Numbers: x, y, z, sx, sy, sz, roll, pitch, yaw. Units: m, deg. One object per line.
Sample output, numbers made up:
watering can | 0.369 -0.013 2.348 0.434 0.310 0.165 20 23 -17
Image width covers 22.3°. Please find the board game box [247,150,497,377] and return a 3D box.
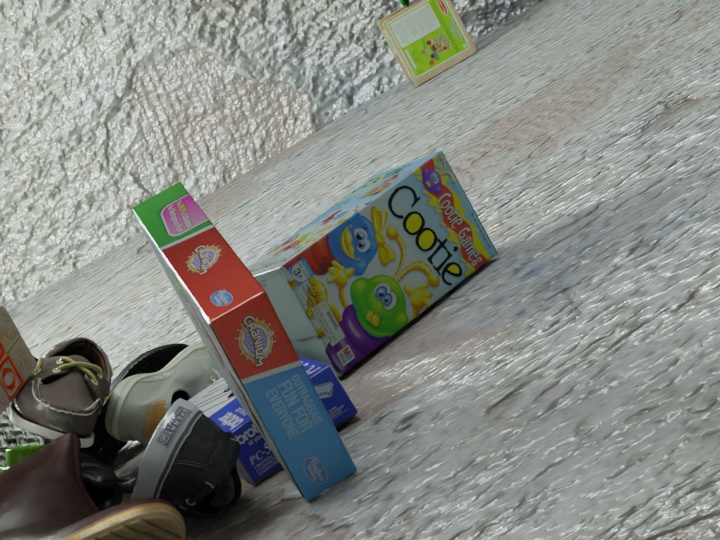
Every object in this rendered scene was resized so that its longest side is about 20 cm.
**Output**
board game box | 0.000 0.000 1.530 0.200 0.103 0.105 -37 12 -34

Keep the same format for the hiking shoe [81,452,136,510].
hiking shoe | -0.265 0.190 1.359 0.199 0.076 0.100 -29 9 -28

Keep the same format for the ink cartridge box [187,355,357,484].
ink cartridge box | -0.075 0.106 1.388 0.094 0.044 0.200 -34 10 -13

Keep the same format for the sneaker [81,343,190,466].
sneaker | -0.234 0.137 1.639 0.200 0.060 0.104 -45 16 -22

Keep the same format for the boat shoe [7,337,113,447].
boat shoe | -0.233 0.095 1.460 0.200 0.071 0.060 -120 54 -84

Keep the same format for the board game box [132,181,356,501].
board game box | -0.081 0.044 1.229 0.040 0.154 0.200 -30 31 -8

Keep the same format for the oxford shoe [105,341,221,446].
oxford shoe | -0.146 0.109 1.549 0.057 0.076 0.200 16 14 18

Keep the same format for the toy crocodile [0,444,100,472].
toy crocodile | -0.298 0.177 1.443 0.199 0.068 0.062 -7 1 -29

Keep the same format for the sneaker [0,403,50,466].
sneaker | -0.313 0.210 1.523 0.201 0.069 0.100 -54 -20 -20

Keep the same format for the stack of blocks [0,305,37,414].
stack of blocks | -0.365 0.104 1.427 0.199 0.059 0.115 -17 23 23

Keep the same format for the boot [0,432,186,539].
boot | -0.198 0.163 1.225 0.199 0.072 0.167 -34 34 20

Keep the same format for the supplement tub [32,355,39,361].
supplement tub | -0.354 0.156 1.595 0.201 0.106 0.107 -65 12 -1

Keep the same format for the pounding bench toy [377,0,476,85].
pounding bench toy | 0.097 -0.448 3.241 0.124 0.201 0.156 -30 10 1

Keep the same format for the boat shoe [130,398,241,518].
boat shoe | -0.112 0.140 1.256 0.070 0.066 0.200 -60 -3 -23
